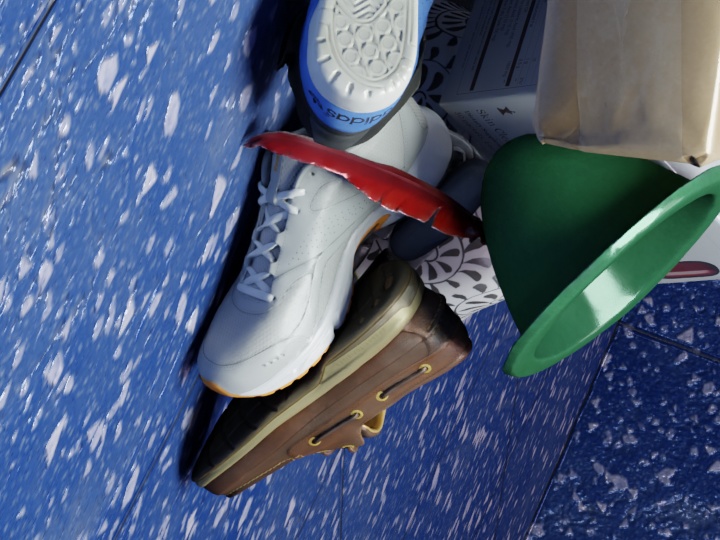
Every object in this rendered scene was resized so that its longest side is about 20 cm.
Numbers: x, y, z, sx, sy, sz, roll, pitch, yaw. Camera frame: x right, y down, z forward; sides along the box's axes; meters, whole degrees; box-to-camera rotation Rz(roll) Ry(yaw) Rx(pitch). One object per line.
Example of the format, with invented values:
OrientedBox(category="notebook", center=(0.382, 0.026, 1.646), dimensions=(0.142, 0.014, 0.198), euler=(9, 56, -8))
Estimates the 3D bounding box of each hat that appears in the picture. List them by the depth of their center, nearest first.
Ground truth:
OrientedBox(category="hat", center=(0.083, -0.058, 1.582), dimensions=(0.166, 0.176, 0.200), euler=(-45, 167, 12))

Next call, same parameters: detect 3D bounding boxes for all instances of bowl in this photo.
OrientedBox(category="bowl", center=(0.079, -0.063, 1.742), dimensions=(0.200, 0.094, 0.202), euler=(-3, 94, -51))

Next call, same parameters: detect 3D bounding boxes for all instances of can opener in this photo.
OrientedBox(category="can opener", center=(0.000, 0.000, 1.667), dimensions=(0.200, 0.053, 0.067), euler=(-50, -174, 22))

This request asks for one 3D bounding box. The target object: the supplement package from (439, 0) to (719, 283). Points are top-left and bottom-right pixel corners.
OrientedBox(category="supplement package", center=(0.163, -0.108, 1.682), dimensions=(0.200, 0.111, 0.156), euler=(41, 57, -38))

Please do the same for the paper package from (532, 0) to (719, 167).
OrientedBox(category="paper package", center=(0.179, -0.166, 1.491), dimensions=(0.190, 0.103, 0.201), euler=(-17, 116, -59))

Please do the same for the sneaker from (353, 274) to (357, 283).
OrientedBox(category="sneaker", center=(0.014, -0.039, 1.782), dimensions=(0.114, 0.072, 0.201), euler=(23, 87, -77))

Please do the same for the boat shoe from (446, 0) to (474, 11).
OrientedBox(category="boat shoe", center=(0.132, -0.153, 1.840), dimensions=(0.074, 0.200, 0.067), euler=(-48, -163, 53))

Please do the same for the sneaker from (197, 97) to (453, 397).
OrientedBox(category="sneaker", center=(-0.037, -0.027, 1.589), dimensions=(0.200, 0.076, 0.092), euler=(-57, 138, -13))

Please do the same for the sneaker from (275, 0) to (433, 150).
OrientedBox(category="sneaker", center=(0.009, -0.159, 1.512), dimensions=(0.111, 0.076, 0.201), euler=(121, -19, -69))

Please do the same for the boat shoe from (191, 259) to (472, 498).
OrientedBox(category="boat shoe", center=(-0.018, 0.075, 1.641), dimensions=(0.200, 0.068, 0.072), euler=(-40, -160, 32))
